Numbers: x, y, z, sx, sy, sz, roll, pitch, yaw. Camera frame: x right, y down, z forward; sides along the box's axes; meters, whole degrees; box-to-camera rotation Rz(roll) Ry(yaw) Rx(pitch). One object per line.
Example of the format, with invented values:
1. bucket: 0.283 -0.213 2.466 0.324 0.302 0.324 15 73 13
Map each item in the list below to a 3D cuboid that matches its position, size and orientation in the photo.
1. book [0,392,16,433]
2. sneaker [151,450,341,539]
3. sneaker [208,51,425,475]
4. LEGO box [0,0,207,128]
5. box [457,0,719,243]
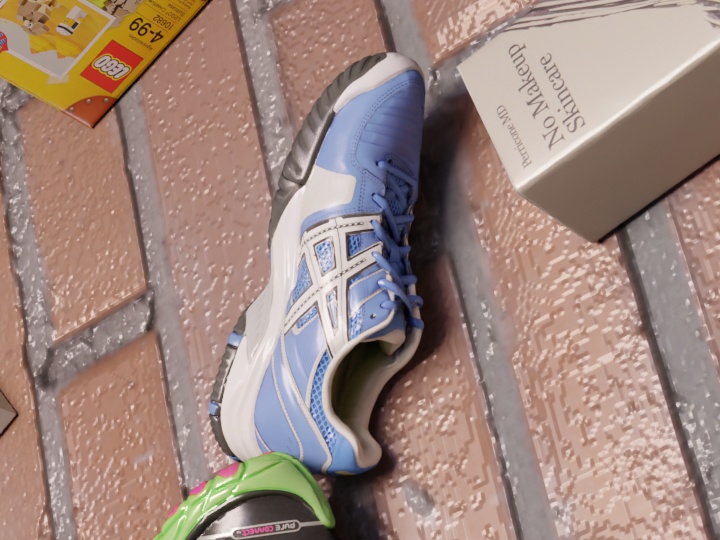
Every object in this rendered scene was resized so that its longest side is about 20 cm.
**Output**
1. book: -0.285 0.110 1.195 0.200 0.048 0.134 -50 54 7
2. sneaker: -0.078 0.170 0.987 0.084 0.077 0.200 47 115 20
3. sneaker: 0.000 0.000 1.012 0.077 0.076 0.200 16 91 34
4. LEGO box: -0.169 -0.182 1.123 0.149 0.200 0.077 -46 50 13
5. box: 0.146 -0.105 0.941 0.200 0.068 0.082 -37 53 18
